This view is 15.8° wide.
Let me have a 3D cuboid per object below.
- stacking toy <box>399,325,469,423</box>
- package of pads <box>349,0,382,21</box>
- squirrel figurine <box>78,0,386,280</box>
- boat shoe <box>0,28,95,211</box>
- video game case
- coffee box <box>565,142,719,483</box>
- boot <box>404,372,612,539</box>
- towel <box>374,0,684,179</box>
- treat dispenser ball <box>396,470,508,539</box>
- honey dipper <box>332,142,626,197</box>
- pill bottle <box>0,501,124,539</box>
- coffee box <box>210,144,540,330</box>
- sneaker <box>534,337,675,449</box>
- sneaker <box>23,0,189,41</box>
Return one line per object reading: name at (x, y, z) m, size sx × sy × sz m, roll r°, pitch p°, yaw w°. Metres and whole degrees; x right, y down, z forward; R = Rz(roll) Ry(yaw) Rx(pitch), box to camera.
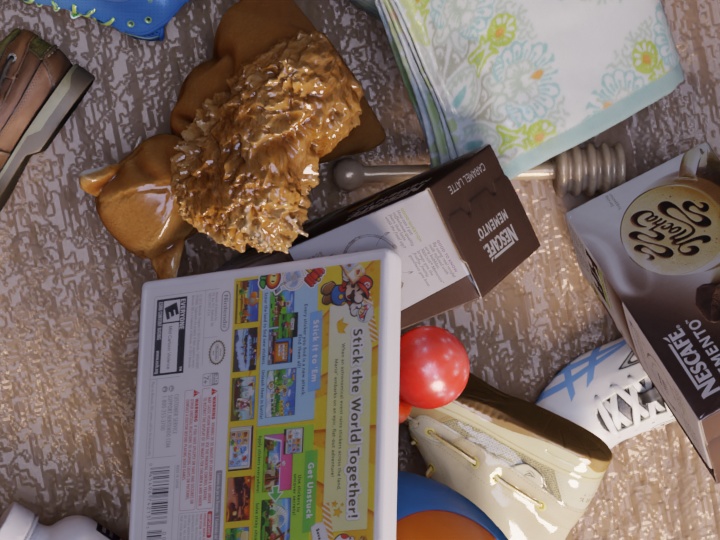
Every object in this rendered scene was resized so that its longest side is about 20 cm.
stacking toy at (-0.016, 0.089, 1.721) m, size 0.200 × 0.085 × 0.085 m, roll -25°, pitch 98°, yaw 24°
package of pads at (0.013, -0.283, 1.740) m, size 0.154 × 0.068 × 0.200 m, roll 29°, pitch 91°, yaw -9°
squirrel figurine at (-0.089, -0.080, 1.681) m, size 0.187 × 0.200 × 0.142 m, roll -36°, pitch 104°, yaw -2°
boat shoe at (-0.262, -0.069, 1.733) m, size 0.068 × 0.072 × 0.200 m, roll 36°, pitch 81°, yaw -4°
video game case at (-0.060, 0.094, 1.618) m, size 0.182 × 0.023 × 0.200 m, roll -8°, pitch 70°, yaw 27°
coffee box at (0.233, 0.026, 1.725) m, size 0.113 × 0.200 × 0.080 m, roll -26°, pitch 141°, yaw -3°
boot at (0.055, 0.149, 1.777) m, size 0.200 × 0.073 × 0.156 m, roll 24°, pitch 108°, yaw 10°
towel at (0.112, -0.162, 1.733) m, size 0.200 × 0.048 × 0.171 m, roll -29°, pitch 114°, yaw -20°
treat dispenser ball at (0.011, 0.228, 1.665) m, size 0.201 × 0.201 × 0.201 m, roll -1°, pitch 95°, yaw -6°
honey dipper at (0.081, -0.066, 1.782) m, size 0.200 × 0.038 × 0.038 m, roll -3°, pitch 95°, yaw -4°
pill bottle at (-0.169, 0.240, 1.743) m, size 0.200 × 0.112 × 0.113 m, roll 34°, pitch 91°, yaw -7°
coffee box at (0.000, 0.000, 1.696) m, size 0.200 × 0.114 × 0.080 m, roll -23°, pitch 98°, yaw 29°
sneaker at (0.202, 0.076, 1.789) m, size 0.200 × 0.072 × 0.072 m, roll -29°, pitch 99°, yaw -2°
sneaker at (-0.181, -0.191, 1.724) m, size 0.200 × 0.076 × 0.105 m, roll -19°, pitch 97°, yaw -5°
